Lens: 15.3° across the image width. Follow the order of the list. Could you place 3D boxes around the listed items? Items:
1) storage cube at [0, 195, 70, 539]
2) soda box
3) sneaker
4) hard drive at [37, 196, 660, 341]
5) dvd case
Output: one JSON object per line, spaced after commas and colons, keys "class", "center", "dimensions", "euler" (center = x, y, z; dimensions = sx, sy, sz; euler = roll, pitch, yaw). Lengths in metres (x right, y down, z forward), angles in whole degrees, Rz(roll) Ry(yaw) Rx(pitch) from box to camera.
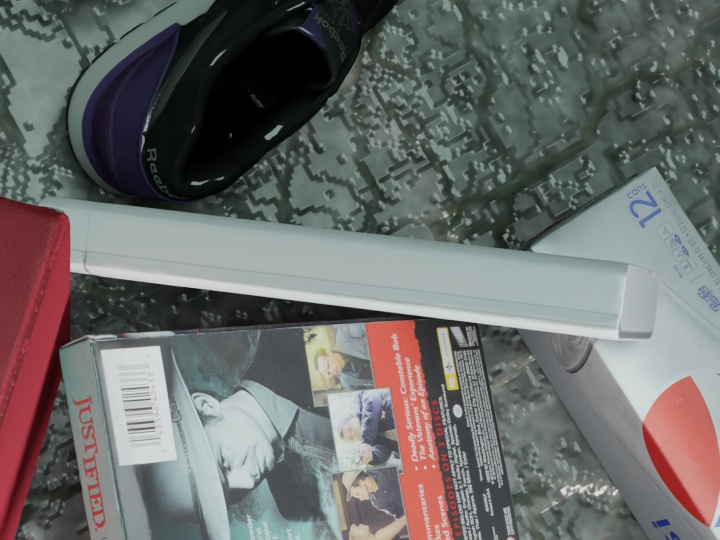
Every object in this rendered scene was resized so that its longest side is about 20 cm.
{"class": "storage cube", "center": [-0.200, 0.062, 0.881], "dimensions": [0.170, 0.200, 0.181], "euler": [17, 74, -1]}
{"class": "soda box", "center": [0.132, 0.064, 1.033], "dimensions": [0.063, 0.068, 0.201], "euler": [-32, 89, -17]}
{"class": "sneaker", "center": [-0.015, -0.098, 1.006], "dimensions": [0.200, 0.087, 0.076], "euler": [-50, 119, -14]}
{"class": "hard drive", "center": [0.000, 0.000, 0.942], "dimensions": [0.199, 0.132, 0.027], "euler": [7, 90, 11]}
{"class": "dvd case", "center": [-0.016, 0.091, 0.964], "dimensions": [0.199, 0.022, 0.147], "euler": [-3, 79, -48]}
